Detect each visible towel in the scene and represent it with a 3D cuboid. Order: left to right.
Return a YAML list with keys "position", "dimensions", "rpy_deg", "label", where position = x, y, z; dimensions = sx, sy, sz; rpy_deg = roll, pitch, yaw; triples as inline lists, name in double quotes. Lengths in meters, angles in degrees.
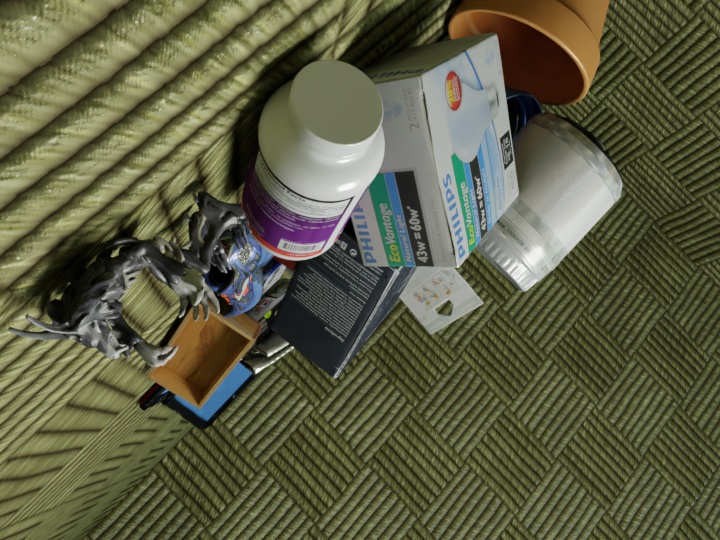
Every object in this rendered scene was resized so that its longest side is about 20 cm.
- position: [-0.155, 0.084, 1.066]
  dimensions: [0.198, 0.035, 0.191]
  rpy_deg: [-33, -145, -28]
  label: "towel"

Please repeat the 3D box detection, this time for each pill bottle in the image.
- position: [-0.045, -0.095, 0.563]
  dimensions: [0.112, 0.112, 0.200]
  rpy_deg: [-44, 176, -27]
  label: "pill bottle"

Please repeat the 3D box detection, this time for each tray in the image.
- position: [-0.233, 0.119, 0.908]
  dimensions: [0.200, 0.098, 0.037]
  rpy_deg: [-48, -166, 35]
  label: "tray"

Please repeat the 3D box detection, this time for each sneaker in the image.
- position: [-0.163, 0.001, 0.755]
  dimensions: [0.078, 0.076, 0.201]
  rpy_deg: [-33, 162, -33]
  label: "sneaker"

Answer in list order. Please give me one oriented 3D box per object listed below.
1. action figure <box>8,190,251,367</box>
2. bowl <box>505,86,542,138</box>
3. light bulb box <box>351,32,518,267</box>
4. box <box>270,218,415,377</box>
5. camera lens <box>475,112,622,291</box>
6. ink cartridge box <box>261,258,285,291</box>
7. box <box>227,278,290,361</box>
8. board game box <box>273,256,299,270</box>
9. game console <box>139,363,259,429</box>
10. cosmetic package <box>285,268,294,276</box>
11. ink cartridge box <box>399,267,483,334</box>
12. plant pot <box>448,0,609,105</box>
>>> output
- position: [-0.165, 0.016, 0.492]
  dimensions: [0.118, 0.103, 0.200]
  rpy_deg: [-32, -171, 42]
  label: "action figure"
- position: [0.175, -0.165, 0.876]
  dimensions: [0.198, 0.039, 0.203]
  rpy_deg: [-29, 145, -23]
  label: "bowl"
- position: [0.077, -0.136, 0.687]
  dimensions: [0.122, 0.202, 0.200]
  rpy_deg: [2, -151, 34]
  label: "light bulb box"
- position: [0.000, 0.000, 0.844]
  dimensions: [0.200, 0.123, 0.199]
  rpy_deg: [-44, 164, -55]
  label: "box"
- position: [0.238, -0.095, 0.837]
  dimensions: [0.200, 0.160, 0.160]
  rpy_deg: [-47, 177, 7]
  label: "camera lens"
- position: [-0.147, -0.011, 0.944]
  dimensions: [0.094, 0.044, 0.200]
  rpy_deg: [-46, 178, -29]
  label: "ink cartridge box"
- position: [-0.190, 0.078, 1.032]
  dimensions: [0.108, 0.035, 0.200]
  rpy_deg: [6, -147, 35]
  label: "box"
- position: [-0.038, -0.106, 0.839]
  dimensions: [0.200, 0.040, 0.155]
  rpy_deg: [-42, 158, -57]
  label: "board game box"
- position: [-0.298, 0.217, 1.192]
  dimensions: [0.200, 0.119, 0.172]
  rpy_deg: [-46, 178, -1]
  label: "game console"
- position: [-0.078, 0.004, 1.123]
  dimensions: [0.052, 0.151, 0.200]
  rpy_deg: [-43, 176, -14]
  label: "cosmetic package"
- position: [0.108, 0.002, 0.998]
  dimensions: [0.043, 0.174, 0.200]
  rpy_deg: [-41, 178, -26]
  label: "ink cartridge box"
- position: [0.229, -0.330, 0.790]
  dimensions: [0.142, 0.197, 0.200]
  rpy_deg: [-62, 178, -2]
  label: "plant pot"
